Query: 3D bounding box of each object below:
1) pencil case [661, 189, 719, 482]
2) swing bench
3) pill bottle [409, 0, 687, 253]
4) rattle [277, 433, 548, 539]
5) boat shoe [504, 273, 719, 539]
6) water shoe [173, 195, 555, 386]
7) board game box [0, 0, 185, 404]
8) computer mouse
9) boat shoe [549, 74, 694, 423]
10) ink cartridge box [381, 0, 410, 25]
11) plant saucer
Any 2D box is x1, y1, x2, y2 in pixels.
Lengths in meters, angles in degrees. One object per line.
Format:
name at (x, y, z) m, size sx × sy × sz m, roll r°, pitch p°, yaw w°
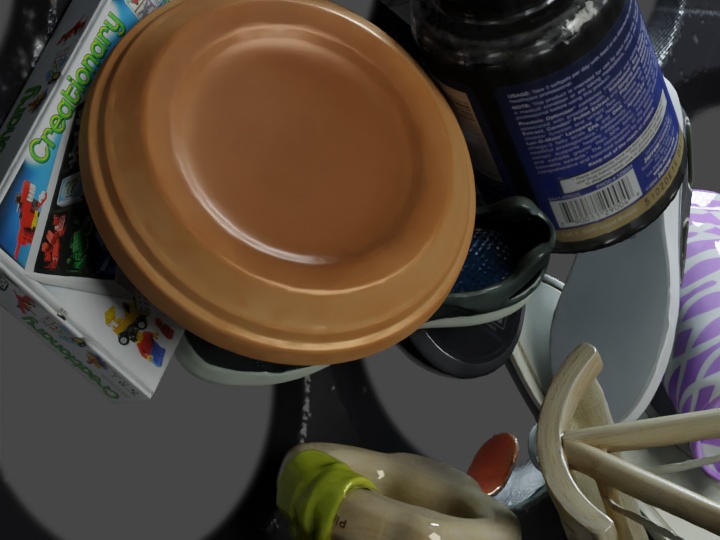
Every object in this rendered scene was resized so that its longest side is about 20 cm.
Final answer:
pencil case at (0.206, 0.036, 1.560) m, size 0.085 × 0.084 × 0.200 m, roll 8°, pitch 35°, yaw -17°
swing bench at (0.193, 0.157, 1.398) m, size 0.130 × 0.199 × 0.199 m, roll -62°, pitch 144°, yaw -37°
pill bottle at (0.090, -0.110, 1.402) m, size 0.112 × 0.111 × 0.200 m, roll -63°, pitch 145°, yaw -32°
rattle at (0.025, 0.158, 1.423) m, size 0.200 × 0.130 × 0.144 m, roll 1°, pitch 93°, yaw -71°
boat shoe at (0.135, 0.088, 1.552) m, size 0.200 × 0.062 × 0.075 m, roll 47°, pitch 61°, yaw -1°
water shoe at (0.000, 0.000, 1.384) m, size 0.199 × 0.079 × 0.072 m, roll -15°, pitch 72°, yaw -19°
board game box at (-0.112, -0.052, 1.356) m, size 0.126 × 0.035 × 0.200 m, roll 44°, pitch 54°, yaw -29°
computer mouse at (0.055, -0.018, 1.506) m, size 0.138 × 0.053 × 0.200 m, roll 37°, pitch 49°, yaw -21°
boat shoe at (0.149, -0.008, 1.524) m, size 0.066 × 0.070 × 0.201 m, roll 24°, pitch 67°, yaw -61°
ink cartridge box at (0.050, -0.205, 1.490) m, size 0.200 × 0.085 × 0.146 m, roll 38°, pitch 42°, yaw -35°
plant saucer at (-0.034, -0.053, 1.324) m, size 0.199 × 0.037 × 0.201 m, roll 9°, pitch 62°, yaw -18°
